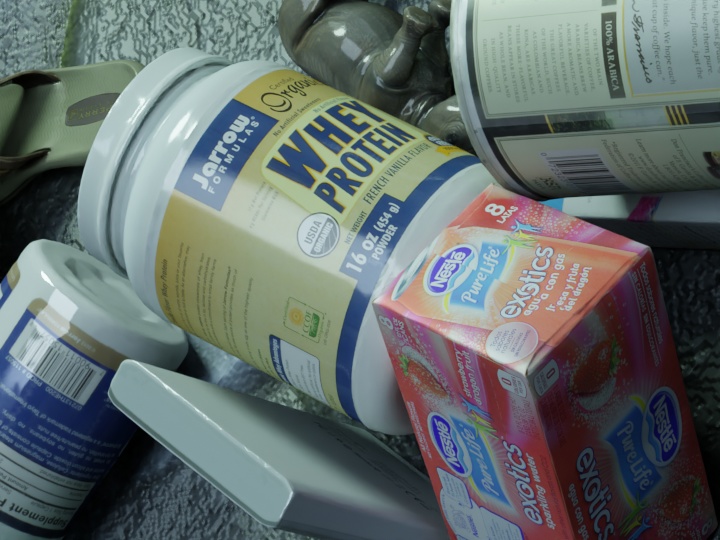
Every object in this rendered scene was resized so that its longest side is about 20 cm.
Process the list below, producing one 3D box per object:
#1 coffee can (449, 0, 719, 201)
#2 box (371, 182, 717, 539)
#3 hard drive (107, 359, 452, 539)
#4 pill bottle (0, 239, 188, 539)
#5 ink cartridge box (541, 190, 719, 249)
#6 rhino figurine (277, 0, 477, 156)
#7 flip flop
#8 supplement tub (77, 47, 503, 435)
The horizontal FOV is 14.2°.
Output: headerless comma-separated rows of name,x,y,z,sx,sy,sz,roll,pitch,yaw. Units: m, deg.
coffee can,0.162,-0.109,1.342,0.199,0.146,0.147,-2,76,34
box,0.091,0.071,1.389,0.102,0.201,0.095,24,57,38
hard drive,-0.021,0.103,1.468,0.132,0.200,0.026,35,99,37
pill bottle,-0.194,0.092,1.652,0.111,0.111,0.200,43,103,35
ink cartridge box,0.177,-0.072,1.456,0.199,0.068,0.116,3,79,36
rhino figurine,0.023,-0.107,1.581,0.200,0.060,0.088,49,126,33
flip flop,-0.209,-0.085,1.744,0.199,0.057,0.082,-12,71,33
supplement tub,-0.029,-0.019,1.461,0.199,0.144,0.145,26,93,23
